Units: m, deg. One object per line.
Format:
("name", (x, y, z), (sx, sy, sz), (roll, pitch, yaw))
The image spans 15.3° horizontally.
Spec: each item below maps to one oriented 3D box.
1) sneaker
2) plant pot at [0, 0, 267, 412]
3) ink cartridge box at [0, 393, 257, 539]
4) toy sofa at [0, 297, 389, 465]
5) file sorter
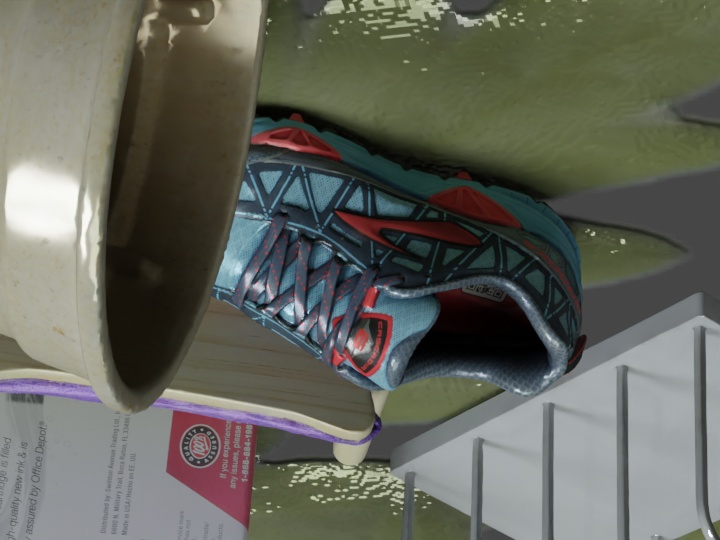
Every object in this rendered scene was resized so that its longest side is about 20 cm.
("sneaker", (0.000, 0.000, 1.067), (0.199, 0.096, 0.080), (9, 127, -13))
("plant pot", (-0.144, -0.067, 0.918), (0.182, 0.201, 0.201), (10, 146, 9))
("ink cartridge box", (-0.152, 0.127, 1.229), (0.199, 0.146, 0.085), (6, 146, -3))
("toy sofa", (-0.087, 0.037, 1.136), (0.199, 0.098, 0.083), (8, 145, -8))
("file sorter", (0.128, 0.126, 1.220), (0.138, 0.125, 0.200), (29, 138, -33))
